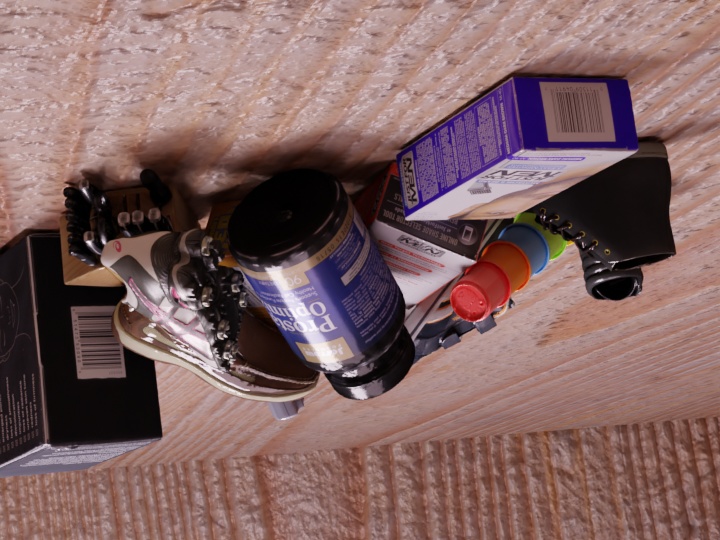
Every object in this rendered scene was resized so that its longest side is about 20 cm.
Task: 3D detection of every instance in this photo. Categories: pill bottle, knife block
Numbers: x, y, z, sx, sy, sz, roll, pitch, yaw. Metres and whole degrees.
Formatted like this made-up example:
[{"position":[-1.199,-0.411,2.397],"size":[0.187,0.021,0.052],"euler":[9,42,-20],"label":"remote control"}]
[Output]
[{"position":[-0.027,0.017,1.502],"size":[0.111,0.112,0.200],"euler":[-12,132,22],"label":"pill bottle"},{"position":[-0.175,-0.035,1.495],"size":[0.199,0.064,0.175],"euler":[4,164,-41],"label":"knife block"}]

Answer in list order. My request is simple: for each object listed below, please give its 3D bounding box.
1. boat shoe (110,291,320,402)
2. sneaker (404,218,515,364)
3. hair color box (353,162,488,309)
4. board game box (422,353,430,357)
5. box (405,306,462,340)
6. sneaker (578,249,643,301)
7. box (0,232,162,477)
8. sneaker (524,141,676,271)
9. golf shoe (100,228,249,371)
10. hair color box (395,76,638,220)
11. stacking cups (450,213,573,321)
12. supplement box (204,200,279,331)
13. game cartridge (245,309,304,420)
[{"position":[-0.122,0.063,1.567],"size":[0.201,0.075,0.075],"euler":[17,141,-19],"label":"boat shoe"},{"position":[0.099,0.036,1.682],"size":[0.200,0.079,0.078],"euler":[-52,180,6],"label":"sneaker"},{"position":[0.038,-0.028,1.583],"size":[0.101,0.062,0.200],"euler":[22,162,-11],"label":"hair color box"},{"position":[0.016,0.095,1.833],"size":[0.104,0.024,0.200],"euler":[-23,-178,-3],"label":"board game box"},{"position":[0.013,0.028,1.766],"size":[0.199,0.042,0.039],"euler":[11,-147,12],"label":"box"},{"position":[0.257,-0.012,1.774],"size":[0.070,0.100,0.200],"euler":[-12,169,14],"label":"sneaker"},{"position":[-0.290,0.084,1.660],"size":[0.123,0.201,0.196],"euler":[0,167,-32],"label":"box"},{"position":[0.180,-0.048,1.538],"size":[0.199,0.107,0.075],"euler":[-9,168,12],"label":"sneaker"},{"position":[-0.149,0.020,1.455],"size":[0.087,0.078,0.200],"euler":[6,153,15],"label":"golf shoe"},{"position":[0.122,-0.095,1.392],"size":[0.109,0.065,0.200],"euler":[-2,169,-26],"label":"hair color box"},{"position":[0.138,-0.014,1.586],"size":[0.060,0.061,0.200],"euler":[-16,-168,38],"label":"stacking cups"},{"position":[-0.067,0.013,1.598],"size":[0.068,0.067,0.200],"euler":[-3,147,32],"label":"supplement box"},{"position":[-0.097,0.060,1.734],"size":[0.041,0.134,0.200],"euler":[-19,-167,2],"label":"game cartridge"}]
